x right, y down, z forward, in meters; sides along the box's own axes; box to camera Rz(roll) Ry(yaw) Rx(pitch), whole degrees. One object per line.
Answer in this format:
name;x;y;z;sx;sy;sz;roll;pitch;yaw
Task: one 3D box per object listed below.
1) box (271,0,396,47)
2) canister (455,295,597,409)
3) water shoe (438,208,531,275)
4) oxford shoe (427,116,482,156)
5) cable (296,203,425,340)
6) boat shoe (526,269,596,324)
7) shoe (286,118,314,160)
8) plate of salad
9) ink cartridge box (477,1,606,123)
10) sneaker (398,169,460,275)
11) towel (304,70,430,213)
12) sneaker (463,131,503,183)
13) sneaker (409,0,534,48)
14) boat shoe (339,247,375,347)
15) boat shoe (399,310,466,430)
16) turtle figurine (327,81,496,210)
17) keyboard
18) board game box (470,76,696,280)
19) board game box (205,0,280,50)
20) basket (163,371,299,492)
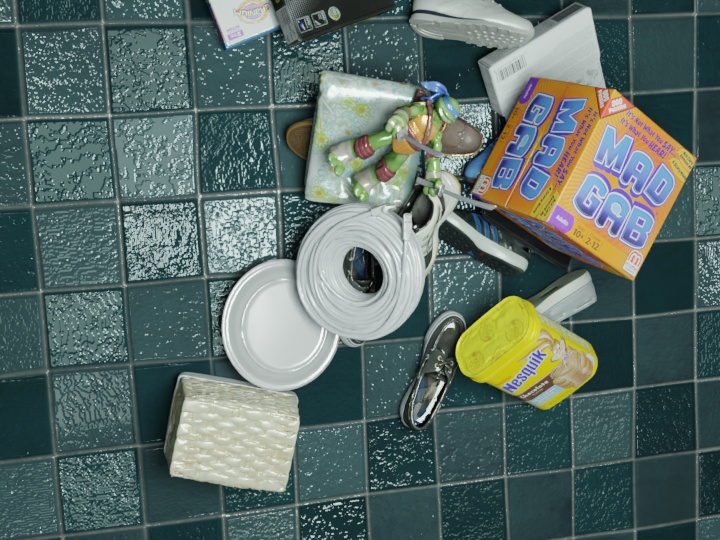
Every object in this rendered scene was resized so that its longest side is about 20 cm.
box;-0.059;-0.458;1.358;0.191;0.047;0.204;-26;101;-28
canister;0.269;0.137;1.458;0.198;0.088;0.148;27;122;-38
water shoe;0.193;-0.067;1.488;0.198;0.071;0.080;32;67;-18
oxford shoe;0.108;-0.227;1.438;0.196;0.073;0.073;16;92;-14
cable;0.000;0.000;1.367;0.195;0.069;0.205;-2;102;20
boat shoe;0.310;0.077;1.518;0.198;0.070;0.072;-32;100;-9
shoe;-0.020;-0.201;1.429;0.195;0.054;0.071;6;118;-9
plate of salad;-0.123;0.085;1.429;0.195;0.048;0.206;-1;92;-22
ink cartridge box;0.303;-0.308;1.490;0.198;0.044;0.176;-31;127;-8
sneaker;0.082;-0.062;1.413;0.087;0.075;0.203;-20;136;-48
towel;0.008;-0.190;1.380;0.167;0.048;0.204;6;116;-10
sneaker;0.242;-0.209;1.449;0.197;0.066;0.080;-29;125;-12
sneaker;0.175;-0.399;1.412;0.195;0.077;0.082;14;77;8
boat shoe;-0.006;0.021;1.438;0.068;0.056;0.205;-7;97;-40
boat shoe;0.125;0.166;1.486;0.067;0.057;0.204;22;91;-14
turtle figurine;0.059;-0.153;1.282;0.191;0.143;0.204;-23;77;27
keyboard;0.281;-0.098;1.496;0.198;0.020;0.129;30;68;-24
board game box;0.326;-0.140;1.357;0.198;0.199;0.203;28;92;-30
board game box;-0.172;-0.454;1.367;0.150;0.040;0.204;-23;101;-9
basket;-0.194;0.248;1.398;0.195;0.123;0.139;11;95;-14
